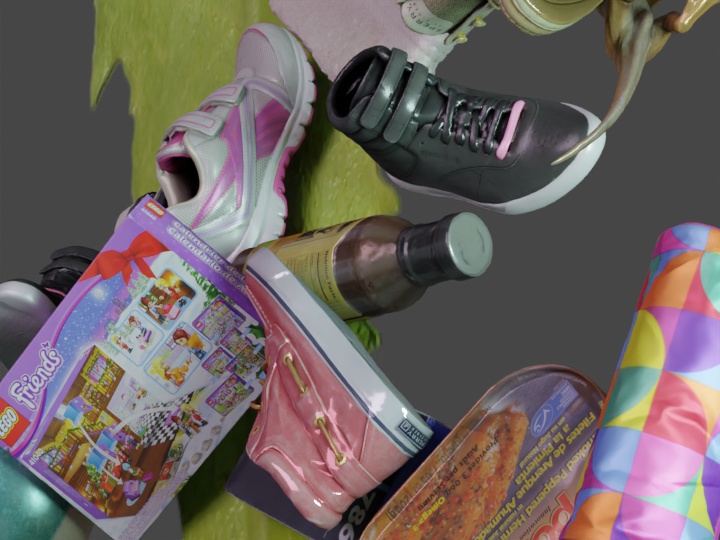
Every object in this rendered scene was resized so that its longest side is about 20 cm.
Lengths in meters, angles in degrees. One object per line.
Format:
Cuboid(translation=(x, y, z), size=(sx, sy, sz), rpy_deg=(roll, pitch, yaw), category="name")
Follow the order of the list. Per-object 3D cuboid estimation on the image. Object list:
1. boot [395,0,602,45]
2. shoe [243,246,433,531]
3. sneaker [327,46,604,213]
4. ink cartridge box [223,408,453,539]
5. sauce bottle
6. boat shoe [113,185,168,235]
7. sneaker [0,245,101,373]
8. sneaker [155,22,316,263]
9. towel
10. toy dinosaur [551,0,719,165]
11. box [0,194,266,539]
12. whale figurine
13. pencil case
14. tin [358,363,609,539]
Cuboid(translation=(0.084, -0.182, 1.680), size=(0.154, 0.072, 0.201), rpy_deg=(-33, 25, 35), category="boot")
Cuboid(translation=(-0.040, 0.069, 1.643), size=(0.091, 0.071, 0.200), rpy_deg=(-44, 44, 3), category="shoe")
Cuboid(translation=(0.055, -0.090, 1.684), size=(0.199, 0.099, 0.071), rpy_deg=(6, 67, 51), category="sneaker")
Cuboid(translation=(-0.001, 0.123, 1.661), size=(0.200, 0.039, 0.100), rpy_deg=(20, 80, 53), category="ink cartridge box")
Cuboid(translation=(0.000, 0.000, 1.730), size=(0.199, 0.065, 0.065), rpy_deg=(-12, 56, 44), category="sauce bottle")
Cuboid(translation=(-0.131, 0.017, 1.871), size=(0.060, 0.074, 0.201), rpy_deg=(-39, 31, 32), category="boat shoe")
Cuboid(translation=(-0.210, 0.018, 1.882), size=(0.070, 0.200, 0.100), rpy_deg=(16, 72, 10), category="sneaker")
Cuboid(translation=(-0.090, -0.087, 1.864), size=(0.081, 0.088, 0.201), rpy_deg=(-37, 37, 54), category="sneaker")
Cuboid(translation=(0.016, -0.185, 1.872), size=(0.133, 0.034, 0.200), rpy_deg=(-52, 37, 12), category="towel")
Cuboid(translation=(0.165, -0.140, 1.644), size=(0.106, 0.060, 0.201), rpy_deg=(-49, 21, 29), category="toy dinosaur")
Cuboid(translation=(-0.143, 0.068, 1.766), size=(0.200, 0.137, 0.039), rpy_deg=(-49, 2, 28), category="box")
Cuboid(translation=(-0.264, 0.158, 1.893), size=(0.199, 0.104, 0.160), rpy_deg=(-11, 52, 49), category="whale figurine")
Cuboid(translation=(0.172, 0.072, 1.453), size=(0.088, 0.088, 0.201), rpy_deg=(4, 68, 51), category="pencil case")
Cuboid(translation=(0.075, 0.144, 1.538), size=(0.200, 0.042, 0.112), rpy_deg=(-48, 43, 10), category="tin")
